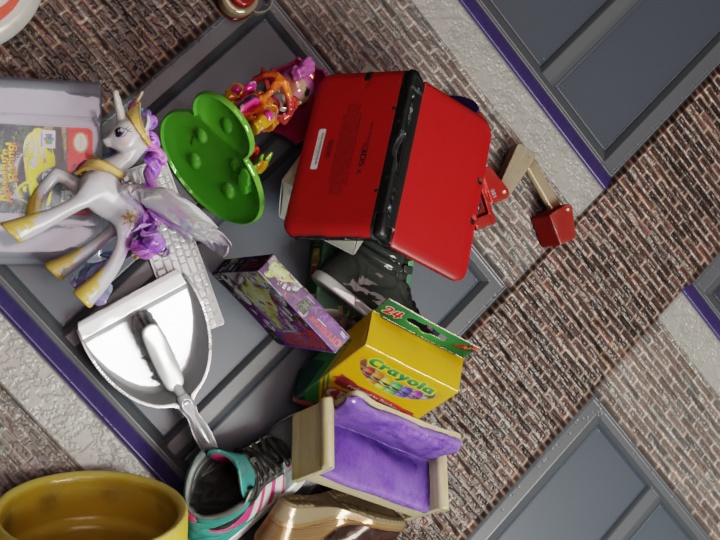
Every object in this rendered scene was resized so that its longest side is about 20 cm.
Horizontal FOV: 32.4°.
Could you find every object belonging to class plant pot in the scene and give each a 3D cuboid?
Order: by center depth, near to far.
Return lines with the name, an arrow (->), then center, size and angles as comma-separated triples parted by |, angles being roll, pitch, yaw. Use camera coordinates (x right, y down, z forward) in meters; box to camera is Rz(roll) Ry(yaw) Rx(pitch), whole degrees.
plant pot -> -0.278, 0.331, 1.271 | 0.199, 0.201, 0.190 | -2, 104, -21

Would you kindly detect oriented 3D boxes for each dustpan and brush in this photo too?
dustpan and brush -> -0.208, 0.119, 1.365 | 0.139, 0.057, 0.201 | -29, 110, -19

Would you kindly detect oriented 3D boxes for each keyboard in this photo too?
keyboard -> -0.213, -0.024, 1.396 | 0.056, 0.011, 0.201 | -21, 96, -21

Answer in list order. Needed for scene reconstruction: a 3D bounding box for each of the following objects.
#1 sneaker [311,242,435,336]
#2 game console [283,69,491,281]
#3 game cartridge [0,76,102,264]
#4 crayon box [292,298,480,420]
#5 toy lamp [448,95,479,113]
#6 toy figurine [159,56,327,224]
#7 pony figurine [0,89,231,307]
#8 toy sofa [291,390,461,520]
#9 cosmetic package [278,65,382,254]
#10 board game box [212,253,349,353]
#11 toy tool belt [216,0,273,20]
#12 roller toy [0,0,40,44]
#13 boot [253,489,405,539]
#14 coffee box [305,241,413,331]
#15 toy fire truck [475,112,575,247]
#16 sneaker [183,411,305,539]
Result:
sneaker -> 0.049, 0.029, 1.416 | 0.200, 0.071, 0.099 | 38, 81, -12
game console -> 0.032, -0.101, 1.330 | 0.119, 0.171, 0.201 | 51, 46, -55
game cartridge -> -0.346, -0.107, 1.335 | 0.132, 0.041, 0.202 | 0, 88, -17
crayon box -> 0.026, 0.116, 1.384 | 0.126, 0.200, 0.051 | 27, 51, -18
toy lamp -> 0.103, -0.102, 1.452 | 0.058, 0.058, 0.201 | -13, 129, -21
toy figurine -> -0.103, -0.177, 1.367 | 0.150, 0.200, 0.184 | 40, 60, 8
pony figurine -> -0.243, -0.062, 1.292 | 0.200, 0.166, 0.193 | -47, 108, -10
toy sofa -> 0.023, 0.211, 1.390 | 0.199, 0.097, 0.083 | 27, 50, -38
cosmetic package -> 0.000, -0.128, 1.403 | 0.103, 0.073, 0.201 | 28, 59, 10
board game box -> -0.090, 0.036, 1.341 | 0.120, 0.200, 0.032 | 43, 76, -14
toy tool belt -> -0.135, -0.390, 1.379 | 0.124, 0.123, 0.202 | -6, 91, -21
roller toy -> -0.421, -0.310, 1.256 | 0.200, 0.139, 0.183 | -49, 115, -18
boot -> -0.051, 0.340, 1.426 | 0.199, 0.072, 0.167 | 13, 103, -39
coffee box -> 0.000, 0.000, 1.460 | 0.122, 0.044, 0.202 | 11, 84, -21
toy fire truck -> 0.175, -0.113, 1.531 | 0.140, 0.049, 0.201 | -20, 95, -21
sneaker -> -0.122, 0.216, 1.360 | 0.083, 0.121, 0.200 | 39, 73, 21
